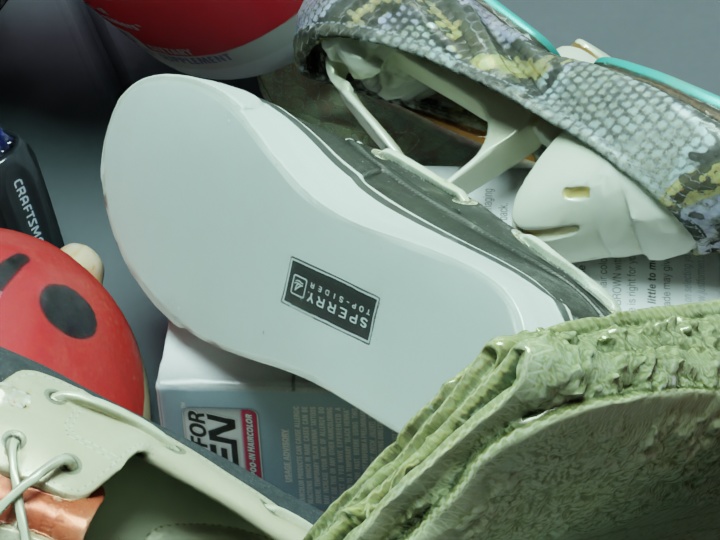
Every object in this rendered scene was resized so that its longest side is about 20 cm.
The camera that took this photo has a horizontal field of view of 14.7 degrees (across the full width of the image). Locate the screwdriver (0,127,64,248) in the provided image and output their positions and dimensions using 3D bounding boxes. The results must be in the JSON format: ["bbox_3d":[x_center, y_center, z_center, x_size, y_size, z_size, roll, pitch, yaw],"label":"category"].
[{"bbox_3d":[-0.124,-0.071,0.876,0.029,0.200,0.028,-13,36,-3],"label":"screwdriver"}]

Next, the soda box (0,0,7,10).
[{"bbox_3d":[-0.176,-0.078,0.909,0.068,0.064,0.200,16,46,14],"label":"soda box"}]

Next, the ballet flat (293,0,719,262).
[{"bbox_3d":[0.056,-0.040,0.856,0.200,0.072,0.072,32,55,31],"label":"ballet flat"}]

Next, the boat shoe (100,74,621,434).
[{"bbox_3d":[0.000,0.000,0.815,0.064,0.071,0.200,0,25,-45],"label":"boat shoe"}]

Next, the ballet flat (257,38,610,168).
[{"bbox_3d":[0.049,-0.055,0.946,0.200,0.062,0.067,19,49,20],"label":"ballet flat"}]

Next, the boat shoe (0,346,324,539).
[{"bbox_3d":[-0.079,0.068,0.761,0.063,0.200,0.071,14,79,65],"label":"boat shoe"}]

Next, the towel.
[{"bbox_3d":[0.054,0.063,0.727,0.200,0.148,0.037,-3,53,-53],"label":"towel"}]

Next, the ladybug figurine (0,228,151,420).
[{"bbox_3d":[-0.138,0.056,0.825,0.136,0.072,0.200,27,56,12],"label":"ladybug figurine"}]

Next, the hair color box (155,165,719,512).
[{"bbox_3d":[0.042,0.022,0.872,0.200,0.061,0.099,2,45,4],"label":"hair color box"}]

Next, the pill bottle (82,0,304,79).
[{"bbox_3d":[-0.080,-0.150,0.887,0.112,0.200,0.112,-14,61,26],"label":"pill bottle"}]
